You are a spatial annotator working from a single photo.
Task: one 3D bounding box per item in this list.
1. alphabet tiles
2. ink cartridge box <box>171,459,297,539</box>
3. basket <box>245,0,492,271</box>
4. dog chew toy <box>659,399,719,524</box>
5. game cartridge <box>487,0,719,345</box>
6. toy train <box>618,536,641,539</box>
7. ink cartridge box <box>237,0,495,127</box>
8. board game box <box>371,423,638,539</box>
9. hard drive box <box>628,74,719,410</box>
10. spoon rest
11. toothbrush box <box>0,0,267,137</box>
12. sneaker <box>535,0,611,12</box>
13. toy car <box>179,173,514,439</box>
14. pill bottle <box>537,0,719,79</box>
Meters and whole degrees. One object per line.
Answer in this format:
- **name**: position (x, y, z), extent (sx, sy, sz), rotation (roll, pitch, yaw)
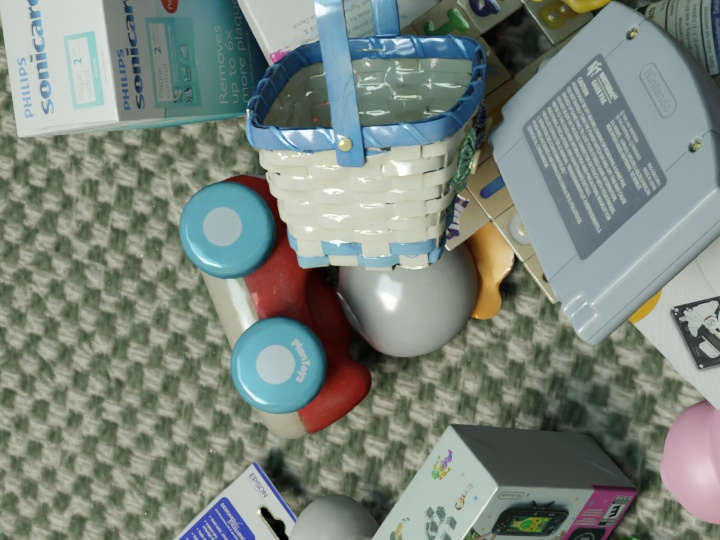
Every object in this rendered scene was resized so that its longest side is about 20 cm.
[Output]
- **alphabet tiles**: position (0.103, -0.087, 1.525), extent (0.167, 0.008, 0.200), rotation (-36, 84, -5)
- **ink cartridge box**: position (-0.103, 0.230, 1.710), extent (0.200, 0.037, 0.095), rotation (-45, 73, 27)
- **basket**: position (0.005, -0.115, 1.427), extent (0.139, 0.176, 0.201), rotation (-5, 117, 14)
- **dog chew toy**: position (0.270, 0.102, 1.449), extent (0.200, 0.124, 0.125), rotation (-19, 86, 36)
- **game cartridge**: position (0.146, -0.063, 1.344), extent (0.133, 0.042, 0.200), rotation (-40, 35, 17)
- **toy train**: position (0.234, 0.220, 1.513), extent (0.200, 0.056, 0.042), rotation (22, 105, 26)
- **ink cartridge box**: position (-0.004, -0.153, 1.572), extent (0.116, 0.067, 0.200), rotation (-26, 81, -3)
- **board game box**: position (0.068, 0.197, 1.543), extent (0.064, 0.147, 0.200), rotation (50, 118, 36)
- **hard drive box**: position (0.238, -0.034, 1.383), extent (0.200, 0.077, 0.156), rotation (-34, 113, 31)
- **spoon rest**: position (-0.019, 0.251, 1.617), extent (0.060, 0.099, 0.201), rotation (-7, 79, 38)
- **toothbrush box**: position (-0.151, -0.169, 1.602), extent (0.085, 0.200, 0.147), rotation (-7, 91, 29)
- **sneaker**: position (0.103, -0.212, 1.451), extent (0.078, 0.200, 0.082), rotation (-25, 66, 32)
- **toy car**: position (0.000, 0.000, 1.583), extent (0.199, 0.184, 0.177), rotation (-21, 83, -1)
- **pill bottle**: position (0.213, -0.113, 1.448), extent (0.199, 0.111, 0.111), rotation (-14, 88, 23)
